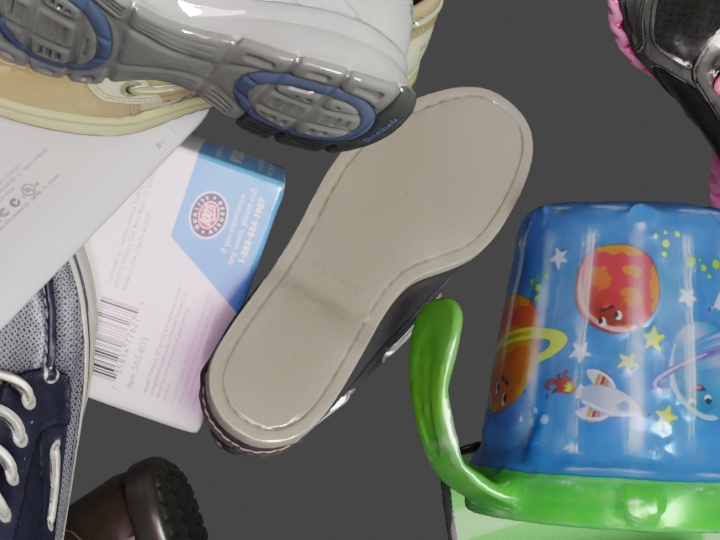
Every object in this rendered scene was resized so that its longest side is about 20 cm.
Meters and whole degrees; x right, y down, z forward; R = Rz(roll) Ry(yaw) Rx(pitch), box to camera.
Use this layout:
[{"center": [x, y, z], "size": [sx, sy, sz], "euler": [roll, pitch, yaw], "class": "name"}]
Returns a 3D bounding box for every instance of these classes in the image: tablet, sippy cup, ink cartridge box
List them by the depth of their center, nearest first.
[{"center": [-0.165, -0.043, 0.695], "size": [0.130, 0.014, 0.200], "euler": [37, 59, 6], "class": "tablet"}, {"center": [0.113, 0.039, 0.753], "size": [0.139, 0.178, 0.131], "euler": [2, 87, 27], "class": "sippy cup"}, {"center": [-0.143, -0.021, 0.768], "size": [0.199, 0.068, 0.116], "euler": [20, 98, -5], "class": "ink cartridge box"}]

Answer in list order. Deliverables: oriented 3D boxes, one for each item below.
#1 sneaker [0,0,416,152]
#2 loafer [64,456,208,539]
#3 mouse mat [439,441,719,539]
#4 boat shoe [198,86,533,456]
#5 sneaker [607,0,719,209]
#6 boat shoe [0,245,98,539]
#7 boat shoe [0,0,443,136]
[{"center": [-0.071, -0.111, 0.647], "size": [0.199, 0.074, 0.088], "euler": [19, 63, -18], "class": "sneaker"}, {"center": [-0.090, 0.185, 0.806], "size": [0.071, 0.073, 0.201], "euler": [-14, 94, 11], "class": "loafer"}, {"center": [0.127, 0.167, 0.834], "size": [0.160, 0.008, 0.202], "euler": [-8, 98, 0], "class": "mouse mat"}, {"center": [0.000, 0.000, 0.764], "size": [0.073, 0.063, 0.200], "euler": [38, 65, 3], "class": "boat shoe"}, {"center": [0.169, -0.061, 0.719], "size": [0.079, 0.096, 0.200], "euler": [-35, 130, 6], "class": "sneaker"}, {"center": [-0.146, 0.066, 0.702], "size": [0.074, 0.093, 0.202], "euler": [2, 101, -1], "class": "boat shoe"}, {"center": [-0.066, -0.100, 0.710], "size": [0.199, 0.063, 0.074], "euler": [-5, 64, -20], "class": "boat shoe"}]
